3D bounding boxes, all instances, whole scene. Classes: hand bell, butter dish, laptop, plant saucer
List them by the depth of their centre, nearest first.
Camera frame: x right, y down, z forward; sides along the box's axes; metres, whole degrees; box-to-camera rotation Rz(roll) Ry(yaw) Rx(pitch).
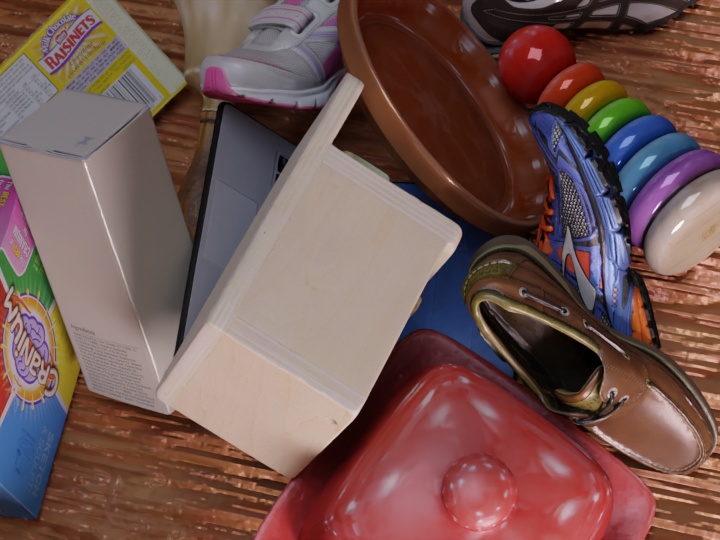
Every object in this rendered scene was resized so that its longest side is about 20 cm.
[{"bbox_3d":[0.063,0.144,1.251,0.200,0.148,0.200,36,73,6],"label":"butter dish"},{"bbox_3d":[0.000,0.000,1.371,0.116,0.200,0.188,-16,55,40],"label":"laptop"},{"bbox_3d":[0.053,-0.106,1.378,0.032,0.200,0.201,-35,59,25],"label":"plant saucer"},{"bbox_3d":[-0.103,-0.098,1.462,0.103,0.104,0.201,7,76,13],"label":"hand bell"}]

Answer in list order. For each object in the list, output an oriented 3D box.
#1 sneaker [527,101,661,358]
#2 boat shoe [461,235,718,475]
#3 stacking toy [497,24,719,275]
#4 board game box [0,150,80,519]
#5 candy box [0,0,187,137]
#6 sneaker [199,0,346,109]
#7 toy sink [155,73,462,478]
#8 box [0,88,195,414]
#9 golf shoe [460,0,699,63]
[{"bbox_3d":[0.135,-0.008,1.325,0.078,0.075,0.201,-14,102,10],"label":"sneaker"},{"bbox_3d":[0.137,0.068,1.289,0.200,0.072,0.068,38,28,-11],"label":"boat shoe"},{"bbox_3d":[0.167,-0.093,1.401,0.085,0.085,0.200,-36,64,-9],"label":"stacking toy"},{"bbox_3d":[-0.228,0.041,1.364,0.040,0.153,0.201,5,65,18],"label":"board game box"},{"bbox_3d":[-0.224,-0.101,1.476,0.200,0.026,0.102,-46,103,-14],"label":"candy box"},{"bbox_3d":[-0.037,-0.164,1.418,0.081,0.089,0.200,9,24,35],"label":"sneaker"},{"bbox_3d":[-0.020,0.005,1.283,0.112,0.130,0.201,31,60,-6],"label":"toy sink"},{"bbox_3d":[-0.155,-0.011,1.342,0.082,0.201,0.068,14,42,35],"label":"box"},{"bbox_3d":[0.164,-0.209,1.457,0.199,0.095,0.078,-24,61,-4],"label":"golf shoe"}]
